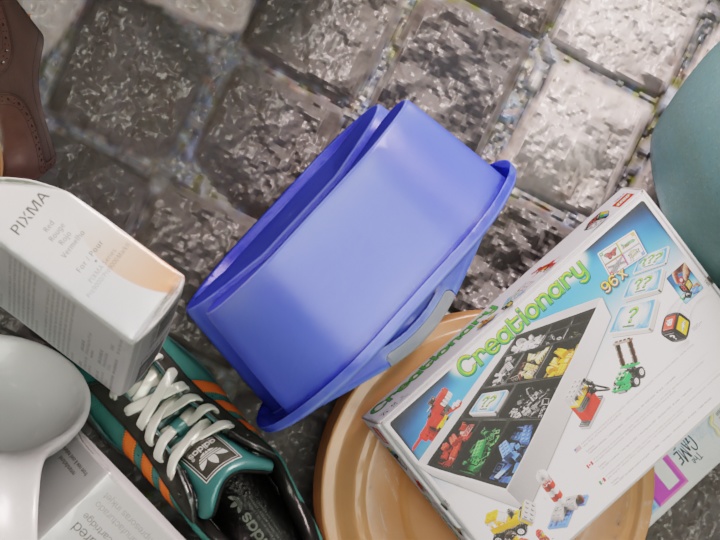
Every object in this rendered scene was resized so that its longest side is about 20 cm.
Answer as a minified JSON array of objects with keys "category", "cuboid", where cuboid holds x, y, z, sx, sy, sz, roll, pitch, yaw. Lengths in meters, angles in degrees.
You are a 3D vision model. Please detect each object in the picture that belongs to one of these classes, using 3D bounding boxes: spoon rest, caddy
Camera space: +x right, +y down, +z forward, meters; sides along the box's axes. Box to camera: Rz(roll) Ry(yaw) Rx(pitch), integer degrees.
[{"category":"spoon rest","cuboid":[-0.185,0.095,1.497,0.099,0.200,0.061,5,129,-14]},{"category":"caddy","cuboid":[0.000,0.000,1.584,0.105,0.141,0.200,44,82,-9]}]

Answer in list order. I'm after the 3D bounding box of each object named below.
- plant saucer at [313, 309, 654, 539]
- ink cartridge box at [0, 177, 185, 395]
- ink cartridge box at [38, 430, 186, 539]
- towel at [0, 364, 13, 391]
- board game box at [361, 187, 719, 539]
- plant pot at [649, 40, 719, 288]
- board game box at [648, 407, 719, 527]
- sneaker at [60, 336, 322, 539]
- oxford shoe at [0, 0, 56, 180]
[{"category":"plant saucer","cuboid":[0.073,0.123,1.633,0.200,0.032,0.201,-1,94,-16]},{"category":"ink cartridge box","cuboid":[-0.184,-0.023,1.497,0.200,0.162,0.050,40,76,2]},{"category":"ink cartridge box","cuboid":[-0.171,0.208,1.559,0.200,0.086,0.148,-45,115,-6]},{"category":"towel","cuboid":[-0.243,0.105,1.584,0.145,0.024,0.200,-38,102,-8]},{"category":"board game box","cuboid":[0.115,0.065,1.607,0.200,0.035,0.126,-40,104,-11]},{"category":"plant pot","cuboid":[0.242,-0.058,1.641,0.135,0.200,0.200,-17,100,21]},{"category":"board game box","cuboid":[0.121,0.098,1.680,0.200,0.034,0.134,-42,104,-10]},{"category":"sneaker","cuboid":[-0.086,0.095,1.578,0.071,0.080,0.200,-42,86,-13]},{"category":"oxford shoe","cuboid":[-0.216,-0.138,1.559,0.072,0.071,0.200,-17,97,-43]}]
